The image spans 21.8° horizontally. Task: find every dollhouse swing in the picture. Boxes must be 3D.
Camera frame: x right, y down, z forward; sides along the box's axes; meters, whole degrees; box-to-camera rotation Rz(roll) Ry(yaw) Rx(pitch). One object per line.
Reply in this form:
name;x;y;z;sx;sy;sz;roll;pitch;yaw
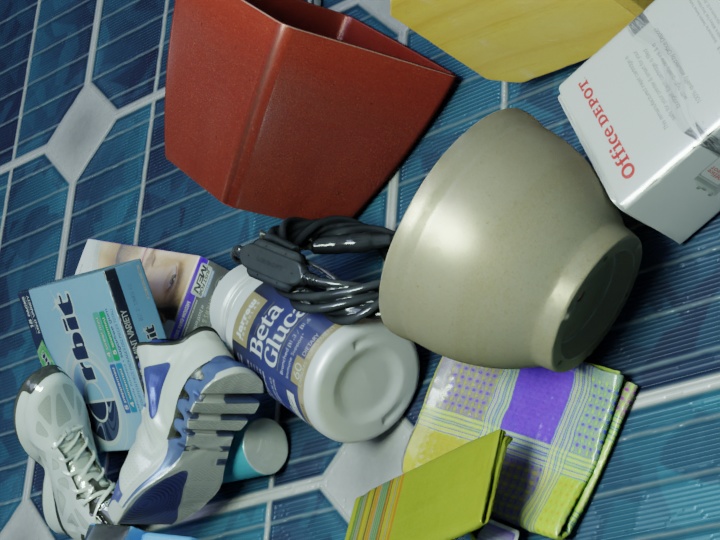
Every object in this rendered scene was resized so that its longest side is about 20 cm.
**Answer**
dollhouse swing;0.147;-0.268;1.518;0.176;0.200;0.182;1;70;48

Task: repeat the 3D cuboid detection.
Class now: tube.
tube;-0.146;0.171;1.718;0.200;0.050;0.077;-15;44;48

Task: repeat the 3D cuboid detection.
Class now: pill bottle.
pill bottle;-0.048;0.062;1.614;0.200;0.111;0.111;30;92;51

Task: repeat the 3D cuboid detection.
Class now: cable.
cable;0.000;0.000;1.575;0.200;0.163;0.051;18;110;40

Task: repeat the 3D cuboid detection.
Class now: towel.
towel;0.117;0.123;1.472;0.200;0.023;0.144;19;83;50
towel;0.047;0.191;1.467;0.200;0.018;0.086;-33;34;48

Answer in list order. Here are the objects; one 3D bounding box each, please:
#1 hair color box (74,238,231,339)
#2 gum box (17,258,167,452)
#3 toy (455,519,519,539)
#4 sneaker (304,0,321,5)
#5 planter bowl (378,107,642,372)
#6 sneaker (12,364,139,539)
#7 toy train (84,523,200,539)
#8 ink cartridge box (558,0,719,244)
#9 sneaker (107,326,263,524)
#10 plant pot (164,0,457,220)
hair color box;-0.213;0.035;1.847;0.200;0.065;0.109;8;75;47
gum box;-0.242;0.085;1.768;0.200;0.045;0.170;-12;97;56
toy;0.041;0.277;1.449;0.115;0.047;0.200;15;80;51
sneaker;-0.114;-0.212;1.866;0.078;0.079;0.200;25;87;51
planter bowl;0.128;-0.005;1.422;0.135;0.200;0.200;32;94;24
sneaker;-0.251;0.184;1.743;0.115;0.201;0.076;24;46;38
toy train;-0.156;0.269;1.614;0.200;0.114;0.087;-2;68;47
ink cartridge box;0.265;-0.142;1.411;0.200;0.083;0.147;-42;44;23
sneaker;-0.160;0.124;1.643;0.199;0.081;0.115;-58;42;28
plant pot;-0.068;-0.148;1.706;0.200;0.200;0.176;38;111;50
